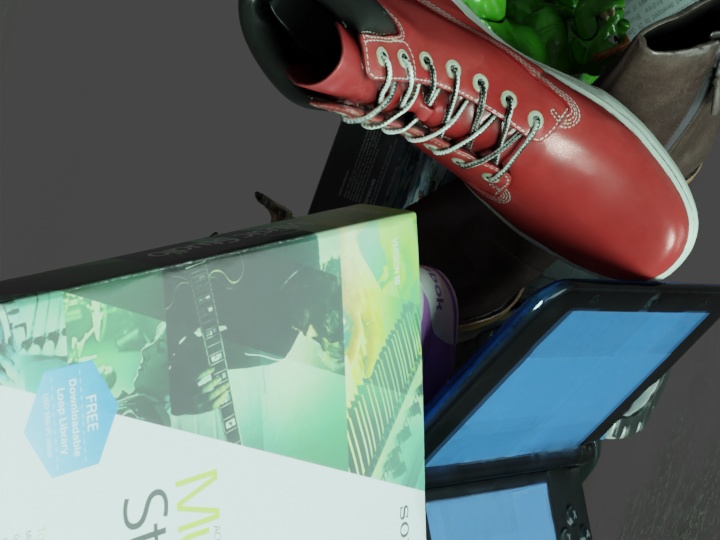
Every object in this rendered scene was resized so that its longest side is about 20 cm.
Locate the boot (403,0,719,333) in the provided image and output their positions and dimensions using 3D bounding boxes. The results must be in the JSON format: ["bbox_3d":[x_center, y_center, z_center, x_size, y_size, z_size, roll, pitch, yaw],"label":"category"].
[{"bbox_3d":[0.093,-0.057,0.887,0.199,0.072,0.167,-23,157,-31],"label":"boot"}]

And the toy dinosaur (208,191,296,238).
[{"bbox_3d":[-0.047,0.024,0.856,0.101,0.058,0.200,-57,155,2],"label":"toy dinosaur"}]

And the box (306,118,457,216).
[{"bbox_3d":[0.000,0.000,0.993,0.137,0.040,0.201,17,94,-74],"label":"box"}]

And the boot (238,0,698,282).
[{"bbox_3d":[0.043,-0.056,0.775,0.073,0.200,0.144,-54,171,20],"label":"boot"}]

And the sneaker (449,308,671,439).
[{"bbox_3d":[0.084,0.051,1.007,0.200,0.086,0.075,10,99,-58],"label":"sneaker"}]

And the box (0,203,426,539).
[{"bbox_3d":[-0.057,0.063,0.651,0.199,0.036,0.145,-15,108,-43],"label":"box"}]

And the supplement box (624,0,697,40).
[{"bbox_3d":[0.184,-0.185,1.026,0.101,0.201,0.103,-22,175,-30],"label":"supplement box"}]

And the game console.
[{"bbox_3d":[0.090,0.100,0.808,0.200,0.118,0.172,2,76,-57],"label":"game console"}]

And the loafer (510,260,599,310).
[{"bbox_3d":[0.088,-0.010,1.068,0.070,0.068,0.200,-39,158,13],"label":"loafer"}]

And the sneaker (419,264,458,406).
[{"bbox_3d":[-0.027,0.077,0.803,0.114,0.073,0.201,-3,137,-53],"label":"sneaker"}]

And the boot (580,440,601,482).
[{"bbox_3d":[0.076,0.096,1.175,0.200,0.077,0.168,-27,-172,30],"label":"boot"}]

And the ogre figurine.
[{"bbox_3d":[0.076,-0.139,0.946,0.200,0.098,0.121,-43,117,-84],"label":"ogre figurine"}]
